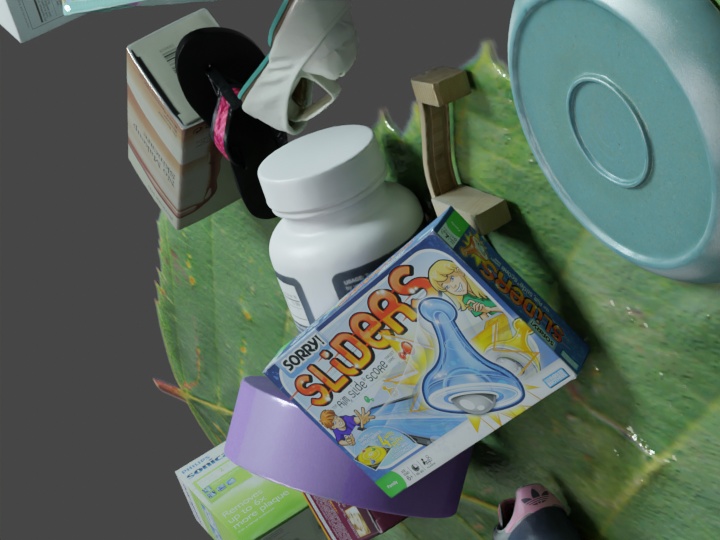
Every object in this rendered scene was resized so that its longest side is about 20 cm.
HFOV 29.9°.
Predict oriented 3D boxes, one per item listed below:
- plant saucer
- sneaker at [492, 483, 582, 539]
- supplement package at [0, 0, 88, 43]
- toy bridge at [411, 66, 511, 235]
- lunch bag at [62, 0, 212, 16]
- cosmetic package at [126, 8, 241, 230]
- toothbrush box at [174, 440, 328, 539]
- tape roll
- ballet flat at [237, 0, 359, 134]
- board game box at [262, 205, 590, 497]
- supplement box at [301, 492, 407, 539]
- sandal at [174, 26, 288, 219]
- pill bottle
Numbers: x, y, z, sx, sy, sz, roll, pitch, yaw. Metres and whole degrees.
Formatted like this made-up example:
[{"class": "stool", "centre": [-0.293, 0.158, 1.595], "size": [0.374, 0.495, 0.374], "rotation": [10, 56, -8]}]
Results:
[{"class": "plant saucer", "centre": [0.137, -0.077, 0.703], "size": [0.200, 0.027, 0.200], "rotation": [49, 156, 30]}, {"class": "sneaker", "centre": [0.134, 0.230, 1.098], "size": [0.200, 0.070, 0.082], "rotation": [115, 140, -63]}, {"class": "supplement package", "centre": [-0.212, -0.295, 0.994], "size": [0.152, 0.200, 0.151], "rotation": [40, 153, 45]}, {"class": "toy bridge", "centre": [0.074, -0.041, 0.904], "size": [0.067, 0.027, 0.200], "rotation": [27, 142, 61]}, {"class": "lunch bag", "centre": [-0.093, -0.255, 0.829], "size": [0.200, 0.122, 0.171], "rotation": [-5, 101, 28]}, {"class": "cosmetic package", "centre": [-0.157, -0.135, 1.250], "size": [0.103, 0.087, 0.200], "rotation": [53, 159, 16]}, {"class": "toothbrush box", "centre": [-0.109, 0.275, 1.611], "size": [0.200, 0.145, 0.086], "rotation": [30, 145, 56]}, {"class": "tape roll", "centre": [-0.009, 0.144, 1.118], "size": [0.200, 0.200, 0.066], "rotation": [18, 93, 62]}, {"class": "ballet flat", "centre": [-0.036, -0.155, 0.972], "size": [0.070, 0.069, 0.200], "rotation": [58, 156, 7]}, {"class": "board game box", "centre": [0.040, 0.062, 0.926], "size": [0.135, 0.034, 0.200], "rotation": [44, 130, -5]}, {"class": "supplement box", "centre": [0.004, 0.201, 1.321], "size": [0.110, 0.086, 0.200], "rotation": [58, 161, 8]}, {"class": "sandal", "centre": [-0.093, -0.119, 1.135], "size": [0.045, 0.075, 0.200], "rotation": [-118, 4, -52]}, {"class": "pill bottle", "centre": [0.000, 0.000, 1.005], "size": [0.120, 0.119, 0.200], "rotation": [26, 141, 58]}]
